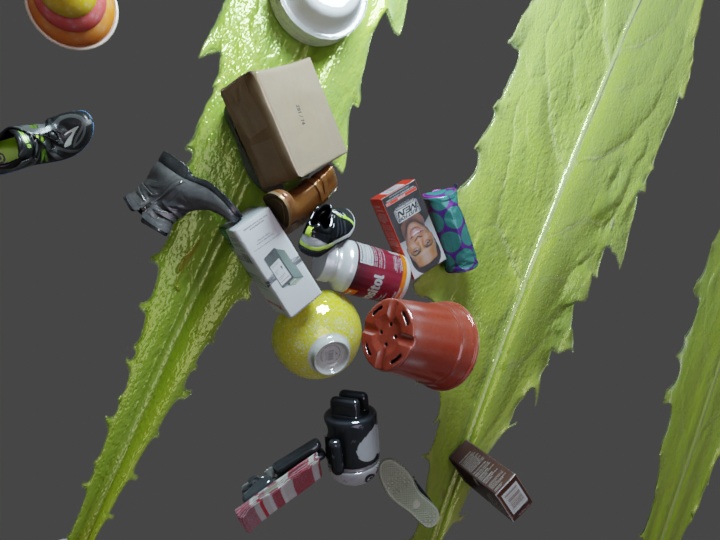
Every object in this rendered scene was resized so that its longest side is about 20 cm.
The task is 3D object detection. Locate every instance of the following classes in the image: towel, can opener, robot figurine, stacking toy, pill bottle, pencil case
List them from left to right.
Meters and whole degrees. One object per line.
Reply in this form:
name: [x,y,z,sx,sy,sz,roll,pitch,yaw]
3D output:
stacking toy: [-0.459,-0.445,0.877,0.144,0.199,0.149,-3,98,-25]
towel: [-0.166,0.474,1.176,0.199,0.023,0.145,-31,150,-21]
can opener: [-0.162,0.441,1.197,0.198,0.067,0.054,-28,108,-16]
robot figurine: [-0.017,0.370,1.225,0.148,0.124,0.203,-7,99,-24]
pill bottle: [0.000,0.000,1.195,0.197,0.113,0.115,14,90,-25]
pencil case: [0.212,-0.094,1.298,0.084,0.093,0.203,-16,107,12]

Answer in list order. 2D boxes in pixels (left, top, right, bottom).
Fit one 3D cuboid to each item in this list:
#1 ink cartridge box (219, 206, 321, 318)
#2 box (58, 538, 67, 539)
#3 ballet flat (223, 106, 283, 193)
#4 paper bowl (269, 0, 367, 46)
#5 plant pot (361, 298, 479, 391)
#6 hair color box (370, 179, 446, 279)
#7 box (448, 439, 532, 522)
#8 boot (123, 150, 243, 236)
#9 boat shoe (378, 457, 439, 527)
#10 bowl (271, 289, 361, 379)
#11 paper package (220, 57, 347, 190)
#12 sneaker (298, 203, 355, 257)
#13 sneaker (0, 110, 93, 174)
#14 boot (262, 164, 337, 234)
ink cartridge box: [-0.179,-0.019,1.092,0.084,0.146,0.202,-37,110,-17]
box: [-0.589,0.616,0.996,0.126,0.109,0.203,-3,98,-25]
ballet flat: [-0.208,-0.240,1.095,0.067,0.064,0.202,-31,109,-16]
paper bowl: [-0.076,-0.560,1.097,0.198,0.104,0.204,-3,97,-26]
plant pot: [0.119,0.150,1.192,0.194,0.199,0.204,16,89,-43]
hair color box: [0.110,-0.093,1.263,0.101,0.061,0.202,-32,109,-19]
box: [0.312,0.507,1.354,0.075,0.200,0.101,-39,110,-13]
boot: [-0.328,-0.115,1.034,0.199,0.070,0.132,34,82,7]
boat shoe: [0.111,0.534,1.342,0.075,0.062,0.200,-43,96,-9]
bowl: [-0.076,0.154,1.151,0.197,0.108,0.203,-11,119,-20]
paper package: [-0.139,-0.282,1.061,0.190,0.102,0.202,-41,114,-50]
sneaker: [-0.058,-0.098,1.122,0.071,0.200,0.084,20,123,11]
sneaker: [-0.544,-0.211,0.931,0.198,0.082,0.072,-28,107,-20]
boot: [-0.109,-0.153,1.087,0.154,0.200,0.074,-42,89,-10]
